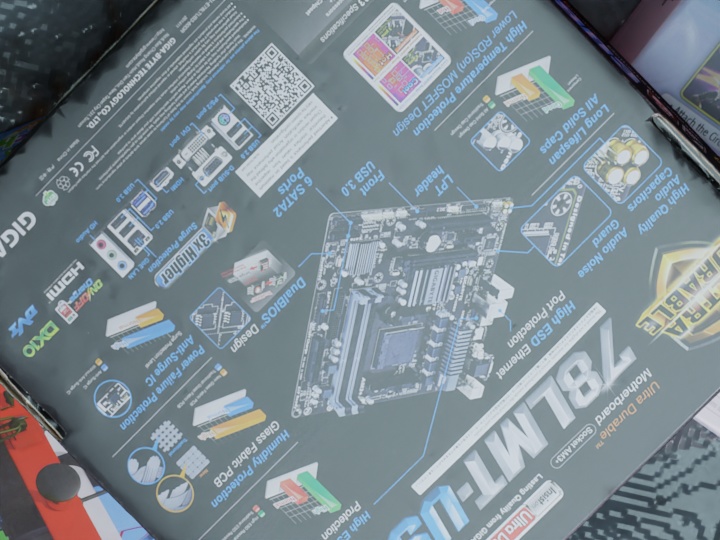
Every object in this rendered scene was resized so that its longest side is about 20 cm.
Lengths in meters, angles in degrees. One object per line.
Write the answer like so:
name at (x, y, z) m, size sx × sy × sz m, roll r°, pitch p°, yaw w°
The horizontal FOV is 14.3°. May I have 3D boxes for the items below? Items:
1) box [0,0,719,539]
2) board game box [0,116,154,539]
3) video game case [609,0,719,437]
box at (0.000, 0.000, 0.854) m, size 0.198 × 0.050 × 0.200 m, roll 44°, pitch 100°, yaw -4°
board game box at (-0.061, 0.017, 0.920) m, size 0.199 × 0.037 × 0.152 m, roll -22°, pitch 110°, yaw 8°
video game case at (0.166, -0.023, 0.899) m, size 0.199 × 0.046 × 0.182 m, roll 34°, pitch 109°, yaw -13°
